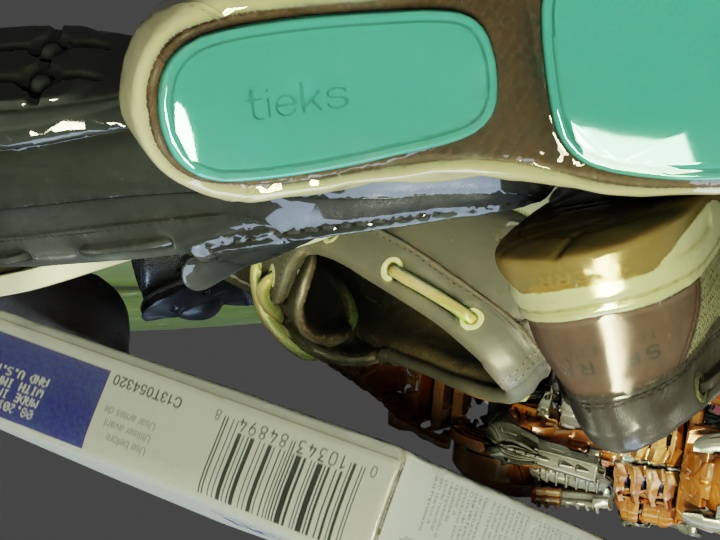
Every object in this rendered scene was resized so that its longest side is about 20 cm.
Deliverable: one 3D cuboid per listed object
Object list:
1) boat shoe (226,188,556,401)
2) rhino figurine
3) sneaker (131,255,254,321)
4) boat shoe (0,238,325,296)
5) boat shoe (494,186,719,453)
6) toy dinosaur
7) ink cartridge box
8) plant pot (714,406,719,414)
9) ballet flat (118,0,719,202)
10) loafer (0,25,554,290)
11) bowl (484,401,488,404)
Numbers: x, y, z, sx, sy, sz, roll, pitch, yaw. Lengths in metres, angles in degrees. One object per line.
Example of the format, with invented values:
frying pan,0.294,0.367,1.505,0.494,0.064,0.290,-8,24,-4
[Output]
boat shoe,-0.001,-0.002,0.837,0.201,0.072,0.060,12,-126,48
rhino figurine,-0.162,0.000,0.954,0.087,0.060,0.200,22,173,38
sneaker,-0.025,-0.016,0.963,0.114,0.076,0.200,-6,177,-33
boat shoe,-0.081,-0.035,0.804,0.201,0.060,0.072,-9,-154,30
boat shoe,0.087,0.004,0.710,0.073,0.065,0.200,-6,-172,25
toy dinosaur,0.071,0.040,0.866,0.200,0.102,0.136,37,-154,25
ink cartridge box,-0.018,0.074,0.850,0.196,0.043,0.200,16,171,36
plant pot,0.171,0.008,0.979,0.179,0.201,0.200,7,178,16
ballet flat,0.038,-0.052,0.641,0.199,0.070,0.069,0,173,-9
loafer,-0.038,-0.031,0.714,0.200,0.071,0.068,0,-143,10
bowl,0.142,-0.001,1.156,0.199,0.075,0.200,-6,-167,0
